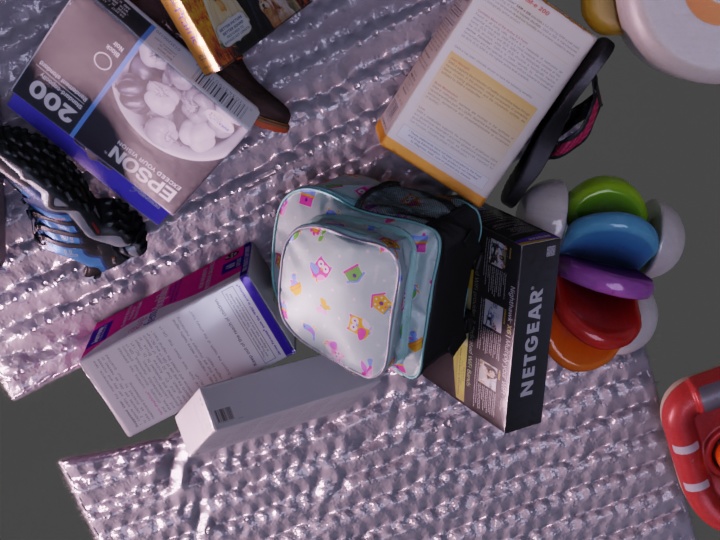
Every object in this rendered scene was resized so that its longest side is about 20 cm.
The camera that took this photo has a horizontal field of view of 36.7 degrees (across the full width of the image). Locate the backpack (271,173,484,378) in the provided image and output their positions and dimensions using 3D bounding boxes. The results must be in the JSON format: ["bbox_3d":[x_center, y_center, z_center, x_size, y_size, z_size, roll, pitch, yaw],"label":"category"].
[{"bbox_3d":[0.000,0.000,1.067,0.153,0.199,0.177,-23,128,-43],"label":"backpack"}]

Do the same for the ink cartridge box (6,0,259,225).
[{"bbox_3d":[-0.228,-0.147,1.038,0.198,0.044,0.200,38,129,-13],"label":"ink cartridge box"}]

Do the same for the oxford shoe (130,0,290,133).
[{"bbox_3d":[-0.139,-0.208,1.049,0.199,0.071,0.073,36,99,-15],"label":"oxford shoe"}]

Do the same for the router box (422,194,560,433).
[{"bbox_3d":[0.126,0.040,1.108,0.052,0.157,0.202,-10,115,-30],"label":"router box"}]

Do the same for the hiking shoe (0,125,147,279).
[{"bbox_3d":[-0.302,-0.057,1.070,0.086,0.075,0.200,-33,130,16],"label":"hiking shoe"}]

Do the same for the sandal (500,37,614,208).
[{"bbox_3d":[0.204,-0.142,1.081,0.045,0.075,0.201,26,123,-2],"label":"sandal"}]

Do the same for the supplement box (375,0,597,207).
[{"bbox_3d":[0.119,-0.183,1.069,0.125,0.074,0.201,31,106,-14],"label":"supplement box"}]

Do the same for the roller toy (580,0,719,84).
[{"bbox_3d":[0.326,-0.267,1.015,0.182,0.140,0.200,41,103,-5],"label":"roller toy"}]

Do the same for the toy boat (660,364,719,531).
[{"bbox_3d":[0.420,0.211,1.206,0.129,0.131,0.201,-20,110,5],"label":"toy boat"}]

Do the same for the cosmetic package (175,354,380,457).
[{"bbox_3d":[-0.084,0.131,1.121,0.199,0.051,0.083,-12,158,-34],"label":"cosmetic package"}]

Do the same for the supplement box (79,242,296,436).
[{"bbox_3d":[-0.176,0.071,1.134,0.199,0.101,0.104,-29,110,7],"label":"supplement box"}]

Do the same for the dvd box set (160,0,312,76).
[{"bbox_3d":[-0.139,-0.300,0.985,0.029,0.146,0.201,-8,118,46],"label":"dvd box set"}]

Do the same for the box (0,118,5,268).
[{"bbox_3d":[-0.458,-0.081,1.057,0.198,0.105,0.186,3,110,-4],"label":"box"}]

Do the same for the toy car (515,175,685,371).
[{"bbox_3d":[0.240,0.008,1.108,0.173,0.150,0.202,12,110,-7],"label":"toy car"}]
